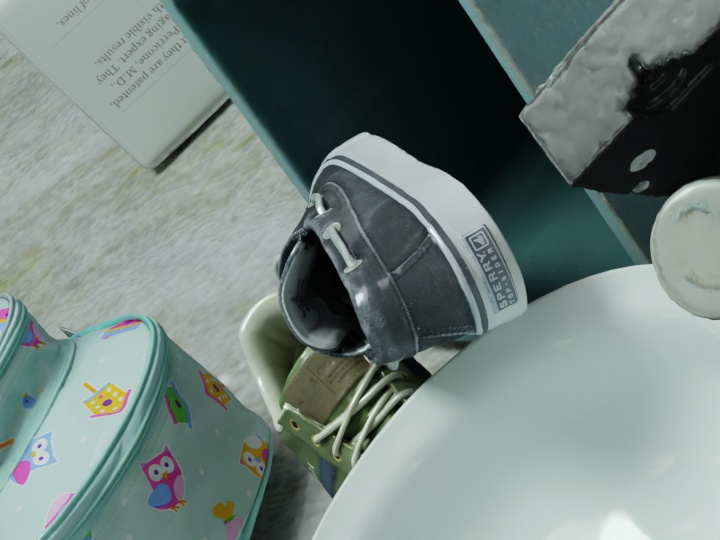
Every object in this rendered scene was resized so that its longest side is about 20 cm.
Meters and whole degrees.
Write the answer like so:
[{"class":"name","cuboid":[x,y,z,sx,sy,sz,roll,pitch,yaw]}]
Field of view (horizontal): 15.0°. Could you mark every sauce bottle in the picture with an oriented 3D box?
[{"class":"sauce bottle","cuboid":[0.147,-0.014,0.855,0.065,0.065,0.200,-29,-9,30]}]

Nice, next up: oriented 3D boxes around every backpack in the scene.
[{"class":"backpack","cuboid":[-0.142,0.100,1.149,0.199,0.154,0.176,-15,35,37]}]

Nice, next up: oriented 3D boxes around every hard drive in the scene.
[{"class":"hard drive","cuboid":[0.155,-0.081,0.900,0.140,0.199,0.038,-48,62,26]}]

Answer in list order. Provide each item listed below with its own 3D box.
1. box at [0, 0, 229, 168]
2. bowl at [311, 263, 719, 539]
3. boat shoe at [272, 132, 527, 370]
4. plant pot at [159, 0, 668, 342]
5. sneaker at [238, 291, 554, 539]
[{"class":"box","cuboid":[-0.107,-0.194,1.517,0.200,0.131,0.199,-43,27,6]},{"class":"bowl","cuboid":[0.076,0.103,0.885,0.201,0.090,0.202,-35,28,22]},{"class":"boat shoe","cuboid":[0.000,0.000,0.991,0.068,0.072,0.200,-28,14,-9]},{"class":"plant pot","cuboid":[0.081,-0.108,1.075,0.200,0.196,0.196,-46,24,-24]},{"class":"sneaker","cuboid":[0.006,0.065,1.039,0.067,0.090,0.200,-46,27,-1]}]
